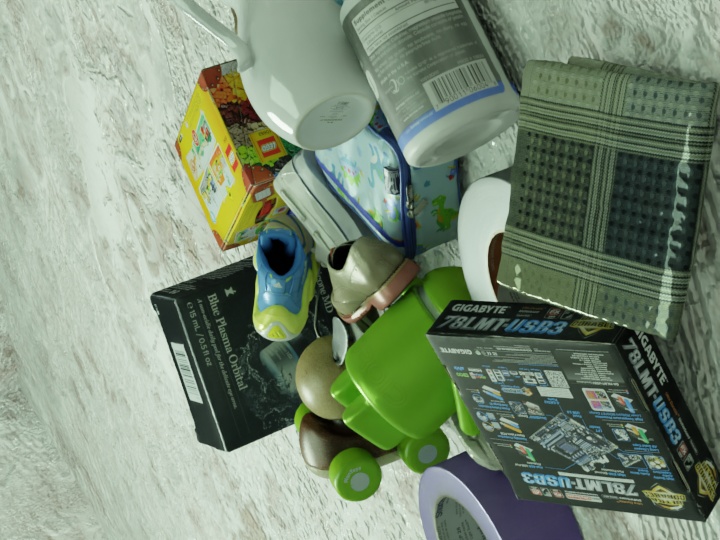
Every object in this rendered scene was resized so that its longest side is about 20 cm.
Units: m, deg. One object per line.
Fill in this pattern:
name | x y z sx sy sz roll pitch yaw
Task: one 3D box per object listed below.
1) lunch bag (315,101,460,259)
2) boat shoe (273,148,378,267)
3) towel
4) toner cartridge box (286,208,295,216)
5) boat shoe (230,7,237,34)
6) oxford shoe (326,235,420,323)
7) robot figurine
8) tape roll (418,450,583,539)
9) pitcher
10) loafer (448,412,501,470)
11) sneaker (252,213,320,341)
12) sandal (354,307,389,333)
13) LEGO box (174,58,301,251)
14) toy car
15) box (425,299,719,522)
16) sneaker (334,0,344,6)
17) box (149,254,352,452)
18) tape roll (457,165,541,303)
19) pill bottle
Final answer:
lunch bag | 0.022 -0.115 1.579 0.200 0.082 0.161 50 156 41
boat shoe | -0.020 -0.034 1.695 0.070 0.071 0.200 -39 91 29
towel | 0.186 -0.061 1.212 0.200 0.034 0.194 20 107 51
toner cartridge box | -0.067 -0.131 1.820 0.095 0.043 0.200 60 157 24
boat shoe | -0.093 -0.230 1.654 0.200 0.072 0.073 49 -136 -60
oxford shoe | 0.000 0.000 1.575 0.075 0.071 0.200 43 161 -5
robot figurine | 0.066 0.079 1.525 0.116 0.200 0.176 37 -166 -33
tape roll | 0.145 0.279 1.639 0.200 0.085 0.201 50 151 41
pitcher | -0.083 -0.210 1.462 0.121 0.171 0.201 -56 51 43
loafer | 0.104 0.118 1.610 0.070 0.070 0.201 49 -165 -53
sneaker | -0.078 -0.020 1.726 0.201 0.075 0.106 -93 7 -51
sandal | 0.009 0.018 1.750 0.080 0.057 0.202 41 -161 -48
LEGO box | -0.138 -0.132 1.821 0.150 0.077 0.200 65 158 12
toy car | -0.007 0.118 1.738 0.164 0.157 0.201 -134 26 -62
box | 0.176 0.115 1.310 0.199 0.050 0.199 0 131 46
sneaker | -0.008 -0.242 1.542 0.200 0.074 0.082 45 151 44
box | -0.123 0.089 1.938 0.117 0.199 0.198 2 112 67
tape roll | 0.163 0.004 1.374 0.200 0.066 0.201 48 149 41
pill bottle | 0.051 -0.202 1.386 0.201 0.113 0.114 65 158 11
